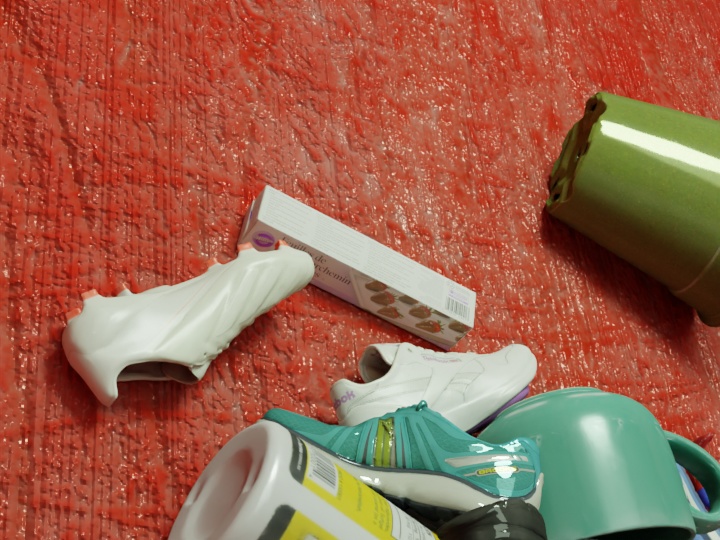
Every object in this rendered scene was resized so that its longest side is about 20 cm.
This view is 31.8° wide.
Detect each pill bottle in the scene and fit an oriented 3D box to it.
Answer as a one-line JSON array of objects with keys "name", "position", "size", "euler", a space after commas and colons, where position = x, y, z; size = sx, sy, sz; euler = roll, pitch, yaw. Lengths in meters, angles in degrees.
[{"name": "pill bottle", "position": [-0.012, 0.192, 0.783], "size": [0.200, 0.114, 0.115], "euler": [38, 43, -18]}]

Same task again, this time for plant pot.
[{"name": "plant pot", "position": [0.281, -0.075, 1.180], "size": [0.189, 0.201, 0.201], "euler": [22, 46, -3]}]

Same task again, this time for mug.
[{"name": "mug", "position": [0.161, 0.156, 0.919], "size": [0.184, 0.152, 0.115], "euler": [16, 51, -46]}]

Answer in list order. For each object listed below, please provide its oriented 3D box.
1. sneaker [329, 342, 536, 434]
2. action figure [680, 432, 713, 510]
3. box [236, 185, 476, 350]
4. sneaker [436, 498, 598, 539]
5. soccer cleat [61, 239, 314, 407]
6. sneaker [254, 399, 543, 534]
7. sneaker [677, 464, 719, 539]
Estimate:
[{"name": "sneaker", "position": [0.060, 0.083, 0.954], "size": [0.199, 0.075, 0.100], "euler": [-23, 74, -44]}, {"name": "action figure", "position": [0.306, 0.232, 1.045], "size": [0.065, 0.052, 0.201], "euler": [4, 58, -38]}, {"name": "box", "position": [0.000, 0.000, 1.000], "size": [0.199, 0.039, 0.042], "euler": [26, 45, -18]}, {"name": "sneaker", "position": [0.119, 0.211, 0.784], "size": [0.200, 0.076, 0.091], "euler": [29, 39, -43]}, {"name": "soccer cleat", "position": [-0.110, 0.037, 0.876], "size": [0.199, 0.069, 0.078], "euler": [-18, 74, -36]}, {"name": "sneaker", "position": [0.025, 0.127, 0.850], "size": [0.199, 0.078, 0.080], "euler": [13, 60, 15]}, {"name": "sneaker", "position": [0.224, 0.199, 0.989], "size": [0.082, 0.074, 0.200], "euler": [-28, 76, -43]}]
